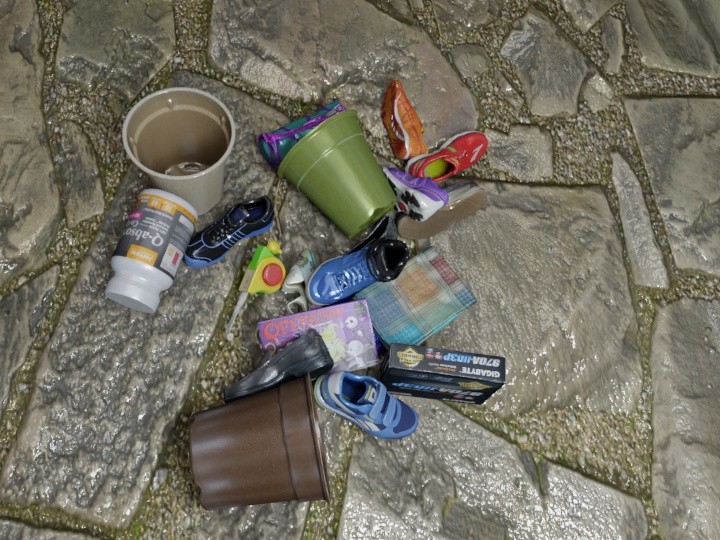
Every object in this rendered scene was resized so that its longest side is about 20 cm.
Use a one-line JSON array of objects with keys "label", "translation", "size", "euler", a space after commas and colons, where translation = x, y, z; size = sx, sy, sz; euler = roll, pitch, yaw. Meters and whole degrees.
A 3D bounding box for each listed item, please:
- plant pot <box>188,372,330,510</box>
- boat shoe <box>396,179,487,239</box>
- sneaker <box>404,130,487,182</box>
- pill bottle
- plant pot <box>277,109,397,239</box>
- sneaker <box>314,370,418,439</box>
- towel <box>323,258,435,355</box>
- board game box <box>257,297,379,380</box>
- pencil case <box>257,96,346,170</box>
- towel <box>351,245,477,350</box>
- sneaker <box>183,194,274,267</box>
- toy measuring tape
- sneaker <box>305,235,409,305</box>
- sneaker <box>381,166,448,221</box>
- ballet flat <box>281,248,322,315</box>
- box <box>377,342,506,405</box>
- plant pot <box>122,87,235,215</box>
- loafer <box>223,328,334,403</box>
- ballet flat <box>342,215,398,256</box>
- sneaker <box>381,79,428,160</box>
[{"label": "plant pot", "translation": [-0.158, 0.280, 1.079], "size": [0.194, 0.201, 0.204], "euler": [-10, 64, -4]}, {"label": "boat shoe", "translation": [0.159, -0.127, 1.389], "size": [0.197, 0.073, 0.065], "euler": [-25, 44, -5]}, {"label": "sneaker", "translation": [0.190, -0.224, 1.419], "size": [0.198, 0.085, 0.078], "euler": [-29, 113, -12]}, {"label": "pill bottle", "translation": [-0.379, -0.035, 1.235], "size": [0.114, 0.117, 0.203], "euler": [16, 70, 1]}, {"label": "plant pot", "translation": [-0.030, -0.171, 1.331], "size": [0.199, 0.200, 0.191], "euler": [-35, 84, -22]}, {"label": "sneaker", "translation": [0.020, 0.230, 1.166], "size": [0.197, 0.082, 0.075], "euler": [24, 56, -17]}, {"label": "towel", "translation": [0.045, 0.054, 1.290], "size": [0.199, 0.050, 0.148], "euler": [-37, 74, -22]}, {"label": "board game box", "translation": [-0.073, 0.128, 1.204], "size": [0.196, 0.032, 0.122], "euler": [-13, 89, -3]}, {"label": "pencil case", "translation": [-0.111, -0.282, 1.414], "size": [0.198, 0.093, 0.086], "euler": [-30, 70, -19]}, {"label": "towel", "translation": [0.100, 0.054, 1.258], "size": [0.198, 0.022, 0.147], "euler": [-32, 71, -19]}, {"label": "sneaker", "translation": [-0.252, -0.081, 1.301], "size": [0.199, 0.078, 0.070], "euler": [-34, 72, -22]}, {"label": "toy measuring tape", "translation": [-0.188, 0.042, 1.265], "size": [0.072, 0.074, 0.203], "euler": [20, 79, 3]}, {"label": "sneaker", "translation": [0.000, -0.001, 1.217], "size": [0.198, 0.111, 0.078], "euler": [-24, 94, -26]}, {"label": "sneaker", "translation": [0.106, -0.155, 1.350], "size": [0.082, 0.082, 0.200], "euler": [-24, 35, -17]}, {"label": "ballet flat", "translation": [-0.105, 0.051, 1.260], "size": [0.070, 0.069, 0.203], "euler": [-5, 67, -23]}, {"label": "box", "translation": [0.134, 0.180, 1.176], "size": [0.196, 0.160, 0.047], "euler": [8, 65, -4]}, {"label": "plant pot", "translation": [-0.332, -0.205, 1.294], "size": [0.196, 0.184, 0.204], "euler": [3, 62, -6]}, {"label": "loafer", "translation": [-0.145, 0.168, 1.162], "size": [0.197, 0.073, 0.073], "euler": [-22, 70, -3]}, {"label": "ballet flat", "translation": [-0.006, -0.037, 1.315], "size": [0.199, 0.058, 0.066], "euler": [-37, 31, -28]}, {"label": "sneaker", "translation": [0.096, -0.323, 1.486], "size": [0.076, 0.073, 0.204], "euler": [1, 66, -30]}]
